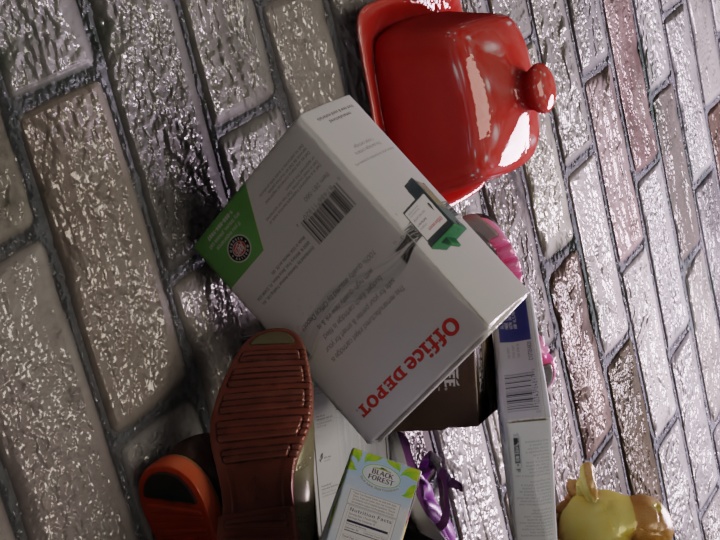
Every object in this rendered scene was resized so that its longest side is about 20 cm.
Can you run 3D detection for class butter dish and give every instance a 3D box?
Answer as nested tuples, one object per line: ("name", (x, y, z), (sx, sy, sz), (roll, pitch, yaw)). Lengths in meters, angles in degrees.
("butter dish", (0.104, -0.155, 1.357), (0.200, 0.147, 0.201), (-26, 110, -56))

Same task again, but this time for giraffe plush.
("giraffe plush", (0.232, 0.266, 1.342), (0.199, 0.173, 0.163), (15, 40, -27))

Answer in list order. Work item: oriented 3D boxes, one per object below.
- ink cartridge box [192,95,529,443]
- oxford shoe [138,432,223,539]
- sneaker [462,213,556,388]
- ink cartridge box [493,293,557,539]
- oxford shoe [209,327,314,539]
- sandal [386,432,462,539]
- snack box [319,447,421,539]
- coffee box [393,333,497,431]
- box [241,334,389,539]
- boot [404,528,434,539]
("ink cartridge box", (0.000, 0.000, 1.092), (0.200, 0.146, 0.084), (48, 33, 6))
("oxford shoe", (-0.091, 0.212, 1.081), (0.073, 0.071, 0.201), (-43, 122, -57))
("sneaker", (0.132, 0.024, 1.474), (0.096, 0.078, 0.201), (-82, 155, -60))
("ink cartridge box", (0.138, 0.152, 1.269), (0.200, 0.040, 0.201), (-87, 170, -62))
("oxford shoe", (-0.064, 0.139, 1.052), (0.074, 0.070, 0.201), (67, 25, -60))
("sandal", (0.062, 0.188, 1.309), (0.203, 0.049, 0.083), (66, 3, -55))
("snack box", (-0.013, 0.221, 1.016), (0.200, 0.053, 0.143), (105, 3, -62))
("coffee box", (0.069, 0.072, 1.279), (0.200, 0.079, 0.115), (3, 84, -80))
("box", (-0.030, 0.143, 1.193), (0.116, 0.060, 0.202), (-9, 95, -58))
("boot", (0.103, 0.300, 1.282), (0.073, 0.199, 0.151), (-56, 142, -19))
